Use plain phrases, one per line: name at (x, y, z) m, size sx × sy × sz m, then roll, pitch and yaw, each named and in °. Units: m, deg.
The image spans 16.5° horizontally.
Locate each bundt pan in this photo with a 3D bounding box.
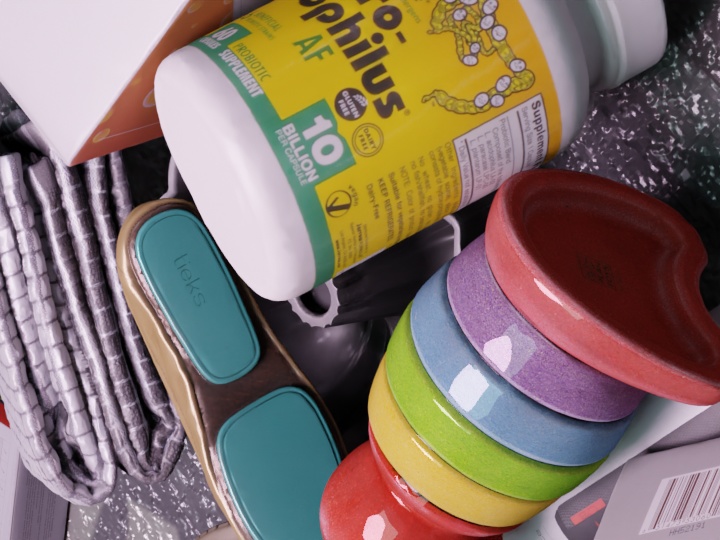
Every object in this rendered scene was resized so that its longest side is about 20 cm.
bundt pan at (0.000, 0.000, 1.181) m, size 0.201 × 0.076 × 0.203 m, roll 17°, pitch 119°, yaw 35°

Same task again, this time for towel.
towel at (-0.153, 0.012, 1.274) m, size 0.166 × 0.085 × 0.202 m, roll -169°, pitch 63°, yaw -77°

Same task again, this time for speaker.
speaker at (0.145, 0.071, 1.087) m, size 0.200 × 0.081 × 0.082 m, roll -39°, pitch 82°, yaw 43°

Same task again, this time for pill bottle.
pill bottle at (0.024, -0.080, 1.033) m, size 0.113 × 0.199 × 0.113 m, roll 56°, pitch 164°, yaw 24°

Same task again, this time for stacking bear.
stacking bear at (0.054, 0.064, 1.055) m, size 0.113 × 0.122 × 0.200 m, roll 21°, pitch 124°, yaw -22°

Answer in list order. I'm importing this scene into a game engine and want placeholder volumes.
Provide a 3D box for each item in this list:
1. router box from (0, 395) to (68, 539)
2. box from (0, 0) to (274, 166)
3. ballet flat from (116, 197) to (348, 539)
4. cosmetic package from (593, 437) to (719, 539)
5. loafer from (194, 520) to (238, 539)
router box at (-0.256, 0.131, 1.475) m, size 0.179 × 0.049 × 0.201 m, roll 29°, pitch 125°, yaw 28°
box at (-0.066, -0.154, 1.049) m, size 0.098 × 0.124 × 0.200 m, roll 51°, pitch 127°, yaw 12°
ballet flat at (-0.058, 0.059, 1.175) m, size 0.201 × 0.068 × 0.063 m, roll 67°, pitch 161°, yaw 0°
cosmetic package at (0.191, 0.162, 1.032) m, size 0.106 × 0.090 × 0.200 m, roll -19°, pitch 118°, yaw 41°
loafer at (-0.012, 0.142, 1.253) m, size 0.199 × 0.076 × 0.068 m, roll -22°, pitch 87°, yaw 44°
